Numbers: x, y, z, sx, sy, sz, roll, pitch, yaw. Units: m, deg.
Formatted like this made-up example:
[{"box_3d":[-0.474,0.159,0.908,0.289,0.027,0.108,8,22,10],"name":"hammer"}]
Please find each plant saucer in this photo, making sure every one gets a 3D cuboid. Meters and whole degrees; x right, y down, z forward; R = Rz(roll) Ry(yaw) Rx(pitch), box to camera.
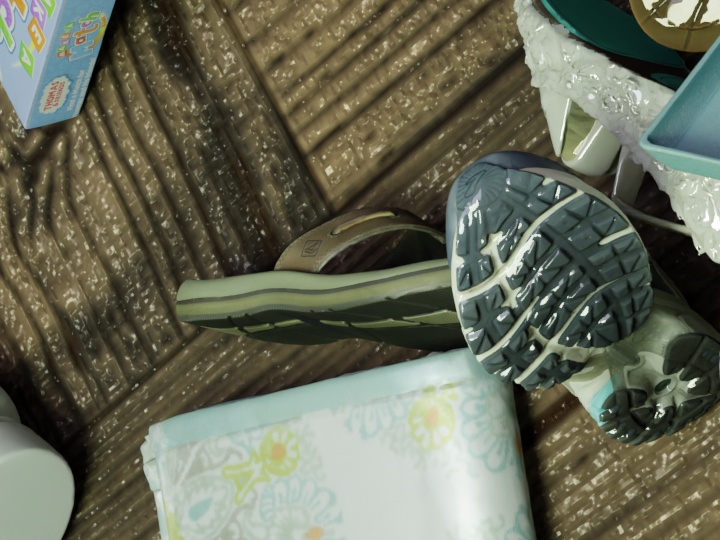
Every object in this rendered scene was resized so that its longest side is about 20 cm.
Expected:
[{"box_3d":[0.183,-0.099,0.925,0.070,0.019,0.200,16,53,34],"name":"plant saucer"}]

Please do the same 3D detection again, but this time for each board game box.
[{"box_3d":[-0.179,-0.195,1.211,0.201,0.036,0.152,60,150,21],"name":"board game box"}]

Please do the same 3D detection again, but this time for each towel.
[{"box_3d":[-0.006,0.134,1.108,0.199,0.048,0.172,-15,82,34],"name":"towel"}]

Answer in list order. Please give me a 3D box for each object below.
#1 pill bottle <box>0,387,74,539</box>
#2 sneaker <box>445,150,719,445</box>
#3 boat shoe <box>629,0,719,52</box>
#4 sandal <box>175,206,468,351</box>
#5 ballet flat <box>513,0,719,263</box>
[{"box_3d":[-0.243,0.082,1.237,0.200,0.113,0.114,33,106,32],"name":"pill bottle"},{"box_3d":[0.075,0.001,0.969,0.077,0.200,0.086,-38,54,6],"name":"sneaker"},{"box_3d":[0.138,-0.192,0.990,0.074,0.066,0.201,7,104,21],"name":"boat shoe"},{"box_3d":[-0.001,0.000,1.095,0.200,0.080,0.058,-1,73,36],"name":"sandal"},{"box_3d":[0.109,-0.059,0.986,0.072,0.071,0.200,-65,32,14],"name":"ballet flat"}]
